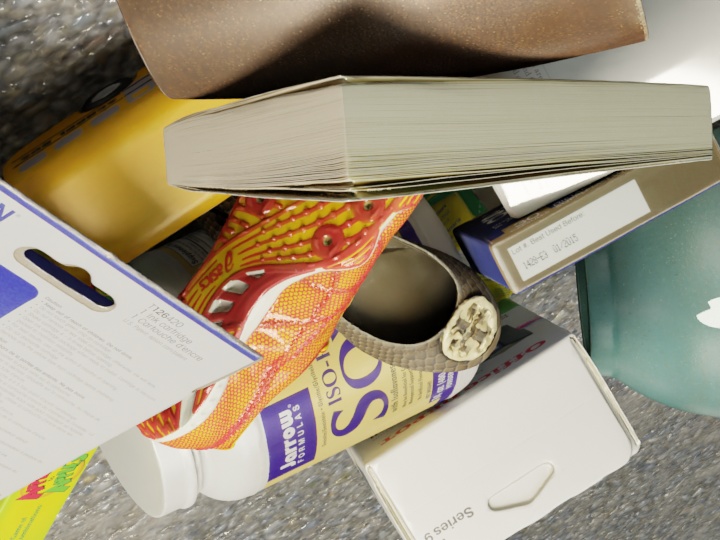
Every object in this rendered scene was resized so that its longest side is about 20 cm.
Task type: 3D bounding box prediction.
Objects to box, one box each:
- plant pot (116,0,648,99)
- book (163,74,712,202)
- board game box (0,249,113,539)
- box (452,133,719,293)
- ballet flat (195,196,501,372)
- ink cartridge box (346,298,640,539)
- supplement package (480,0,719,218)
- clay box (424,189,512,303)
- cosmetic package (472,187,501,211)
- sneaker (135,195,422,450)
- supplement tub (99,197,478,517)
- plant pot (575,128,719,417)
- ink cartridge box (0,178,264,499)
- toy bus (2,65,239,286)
[{"bbox_3d":[-0.004,-0.149,0.956,0.199,0.188,0.187,-21,157,6],"label":"plant pot"},{"bbox_3d":[0.034,-0.059,0.979,0.199,0.048,0.133,-6,-176,-36],"label":"book"},{"bbox_3d":[-0.180,0.061,1.194,0.047,0.102,0.200,-11,148,-39],"label":"board game box"},{"bbox_3d":[0.113,-0.035,1.189,0.121,0.033,0.200,-29,-176,-2],"label":"box"},{"bbox_3d":[0.000,0.000,1.171,0.200,0.046,0.068,32,82,-30],"label":"ballet flat"},{"bbox_3d":[0.069,0.097,1.376,0.145,0.088,0.200,-33,-170,-2],"label":"ink cartridge box"},{"bbox_3d":[0.141,-0.131,1.121,0.199,0.118,0.117,-26,-169,18],"label":"supplement package"},{"bbox_3d":[0.035,0.020,1.460,0.115,0.048,0.200,-2,142,-52],"label":"clay box"},{"bbox_3d":[0.141,-0.121,1.277,0.103,0.087,0.200,-7,144,-47],"label":"cosmetic package"},{"bbox_3d":[-0.035,0.006,1.107,0.200,0.073,0.077,-47,151,19],"label":"sneaker"},{"bbox_3d":[-0.050,0.039,1.263,0.199,0.146,0.146,-25,155,-21],"label":"supplement tub"},{"bbox_3d":[0.210,0.005,1.512,0.133,0.201,0.201,-5,154,1],"label":"plant pot"},{"bbox_3d":[-0.181,0.021,1.035,0.200,0.047,0.197,-31,131,29],"label":"ink cartridge box"},{"bbox_3d":[-0.070,-0.075,1.080,0.199,0.065,0.078,-33,-162,-2],"label":"toy bus"}]
